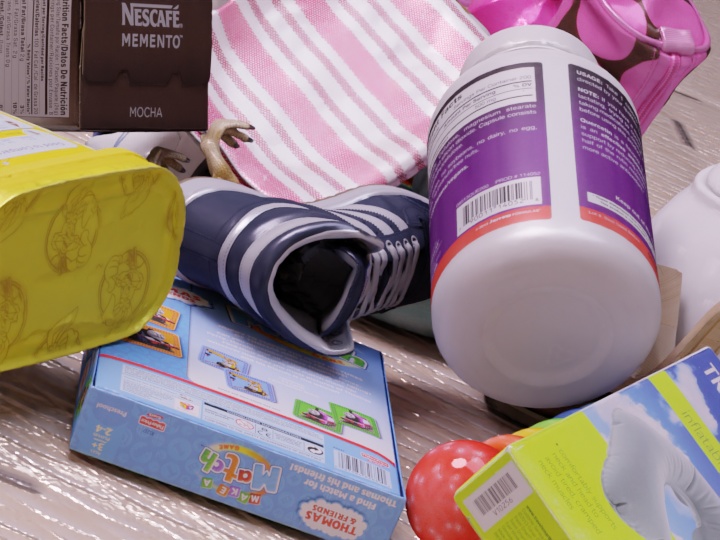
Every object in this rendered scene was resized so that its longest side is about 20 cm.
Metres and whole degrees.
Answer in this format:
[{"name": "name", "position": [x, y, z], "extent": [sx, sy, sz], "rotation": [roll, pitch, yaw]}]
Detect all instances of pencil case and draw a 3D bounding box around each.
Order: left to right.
[{"name": "pencil case", "position": [0.117, -0.073, 1.588], "extent": [0.090, 0.201, 0.094], "rotation": [19, 27, -24]}]

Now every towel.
[{"name": "towel", "position": [-0.012, -0.112, 1.605], "extent": [0.200, 0.030, 0.146], "rotation": [-35, 77, -33]}]

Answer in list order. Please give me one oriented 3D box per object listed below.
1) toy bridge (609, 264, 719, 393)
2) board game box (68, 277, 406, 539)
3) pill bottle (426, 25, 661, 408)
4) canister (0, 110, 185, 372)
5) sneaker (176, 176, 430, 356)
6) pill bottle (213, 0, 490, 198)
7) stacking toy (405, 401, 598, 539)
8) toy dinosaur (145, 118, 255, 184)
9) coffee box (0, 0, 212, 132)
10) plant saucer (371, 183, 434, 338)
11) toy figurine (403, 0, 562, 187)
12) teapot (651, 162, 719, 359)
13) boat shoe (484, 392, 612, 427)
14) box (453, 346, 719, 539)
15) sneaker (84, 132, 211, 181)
[{"name": "toy bridge", "position": [0.145, 0.030, 1.442], "extent": [0.027, 0.068, 0.200], "rotation": [14, -17, -26]}, {"name": "board game box", "position": [-0.058, 0.059, 1.350], "extent": [0.150, 0.037, 0.200], "rotation": [20, 16, -8]}, {"name": "pill bottle", "position": [0.089, -0.033, 1.432], "extent": [0.112, 0.113, 0.201], "rotation": [18, 38, -14]}, {"name": "canister", "position": [-0.202, -0.032, 1.309], "extent": [0.199, 0.087, 0.148], "rotation": [22, 22, 32]}, {"name": "sneaker", "position": [0.000, 0.000, 1.429], "extent": [0.199, 0.071, 0.108], "rotation": [5, 14, -41]}, {"name": "pill bottle", "position": [0.015, -0.124, 1.709], "extent": [0.200, 0.114, 0.114], "rotation": [44, 20, 9]}, {"name": "stacking toy", "position": [0.094, 0.100, 1.337], "extent": [0.085, 0.086, 0.199], "rotation": [33, 19, 32]}, {"name": "toy dinosaur", "position": [-0.084, -0.029, 1.474], "extent": [0.199, 0.058, 0.102], "rotation": [27, 40, -26]}, {"name": "coffee box", "position": [-0.190, -0.115, 1.525], "extent": [0.199, 0.080, 0.113], "rotation": [3, 3, 33]}, {"name": "plant saucer", "position": [0.014, -0.011, 1.660], "extent": [0.199, 0.036, 0.200], "rotation": [24, 16, -8]}, {"name": "toy figurine", "position": [0.079, -0.125, 1.867], "extent": [0.149, 0.185, 0.200], "rotation": [12, 18, -32]}, {"name": "teapot", "position": [0.228, 0.000, 1.508], "extent": [0.196, 0.147, 0.200], "rotation": [-5, 23, -32]}, {"name": "boat shoe", "position": [0.126, 0.040, 1.604], "extent": [0.072, 0.068, 0.200], "rotation": [29, 19, 14]}, {"name": "box", "position": [0.141, 0.111, 1.282], "extent": [0.200, 0.048, 0.122], "rotation": [-22, 73, -51]}, {"name": "sneaker", "position": [-0.108, -0.081, 1.682], "extent": [0.087, 0.075, 0.200], "rotation": [18, 14, 4]}]
